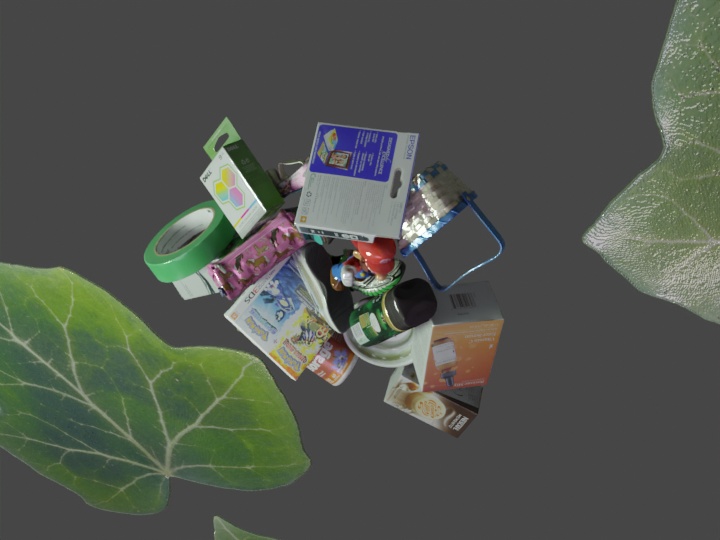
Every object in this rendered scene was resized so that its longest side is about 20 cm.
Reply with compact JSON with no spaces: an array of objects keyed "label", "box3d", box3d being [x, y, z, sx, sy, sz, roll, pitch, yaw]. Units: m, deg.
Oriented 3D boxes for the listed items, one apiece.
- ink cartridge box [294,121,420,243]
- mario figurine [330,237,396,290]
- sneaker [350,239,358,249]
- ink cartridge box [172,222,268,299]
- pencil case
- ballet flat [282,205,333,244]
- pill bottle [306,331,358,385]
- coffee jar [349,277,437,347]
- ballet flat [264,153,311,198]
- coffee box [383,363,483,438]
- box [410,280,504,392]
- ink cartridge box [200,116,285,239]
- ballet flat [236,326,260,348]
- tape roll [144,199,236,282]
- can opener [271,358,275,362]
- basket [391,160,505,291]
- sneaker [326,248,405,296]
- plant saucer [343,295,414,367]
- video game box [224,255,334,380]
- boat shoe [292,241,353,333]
[{"label":"ink cartridge box","box3d":[-0.002,-0.154,1.302,0.194,0.204,0.043,9,165,15]},{"label":"mario figurine","box3d":[0.012,0.000,1.377,0.105,0.125,0.200,32,156,-11]},{"label":"sneaker","box3d":[-0.007,-0.087,1.402,0.076,0.117,0.203,-15,125,11]},{"label":"ink cartridge box","box3d":[-0.290,-0.029,1.549,0.195,0.148,0.084,-13,124,28]},{"label":"pencil case","box3d":[-0.195,-0.032,1.403,0.198,0.086,0.084,-36,98,-4]},{"label":"ballet flat","box3d":[-0.091,-0.093,1.454,0.199,0.068,0.069,26,147,56]},{"label":"pill bottle","box3d":[-0.106,0.163,1.673,0.198,0.114,0.112,34,133,-11]},{"label":"coffee jar","box3d":[0.062,0.082,1.435,0.199,0.102,0.087,-32,81,58]},{"label":"ballet flat","box3d":[-0.146,-0.172,1.429,0.197,0.069,0.072,-22,103,37]},{"label":"coffee box","box3d":[0.167,0.285,1.700,0.196,0.081,0.115,26,135,-3]},{"label":"box","box3d":[0.192,0.136,1.505,0.148,0.108,0.204,-6,133,-9]},{"label":"ink cartridge box","box3d":[-0.240,-0.176,1.410,0.103,0.059,0.202,-38,86,42]},{"label":"ballet flat","box3d":[-0.205,0.165,1.741,0.197,0.071,0.071,34,134,-6]},{"label":"tape roll","box3d":[-0.345,-0.062,1.502,0.196,0.203,0.049,-13,127,29]},{"label":"can opener","box3d":[-0.130,0.109,1.587,0.065,0.204,0.053,25,173,2]},{"label":"basket","box3d":[0.147,-0.080,1.331,0.175,0.138,0.203,-34,88,40]},{"label":"sneaker","box3d":[0.000,0.000,1.513,0.195,0.079,0.087,-5,128,25]},{"label":"plant saucer","box3d":[0.059,0.122,1.609,0.194,0.051,0.204,6,128,8]},{"label":"video game box","box3d":[-0.151,0.090,1.529,0.200,0.183,0.047,43,169,-13]},{"label":"boat shoe","box3d":[-0.076,0.035,1.499,0.064,0.074,0.205,1,127,50]}]
